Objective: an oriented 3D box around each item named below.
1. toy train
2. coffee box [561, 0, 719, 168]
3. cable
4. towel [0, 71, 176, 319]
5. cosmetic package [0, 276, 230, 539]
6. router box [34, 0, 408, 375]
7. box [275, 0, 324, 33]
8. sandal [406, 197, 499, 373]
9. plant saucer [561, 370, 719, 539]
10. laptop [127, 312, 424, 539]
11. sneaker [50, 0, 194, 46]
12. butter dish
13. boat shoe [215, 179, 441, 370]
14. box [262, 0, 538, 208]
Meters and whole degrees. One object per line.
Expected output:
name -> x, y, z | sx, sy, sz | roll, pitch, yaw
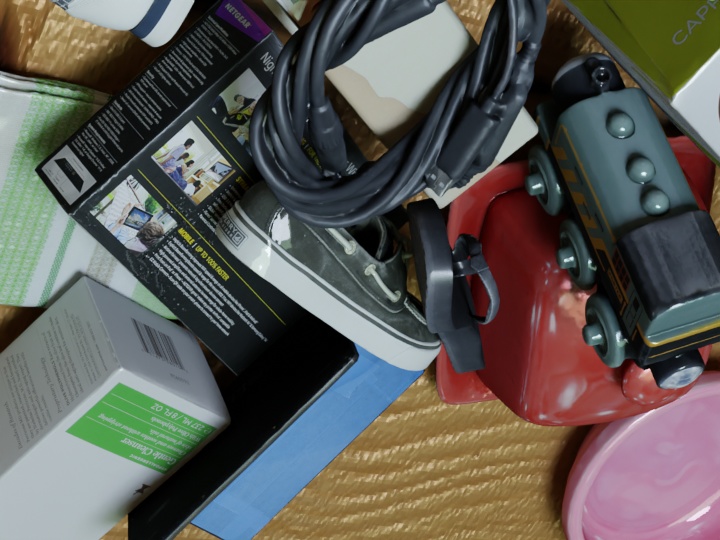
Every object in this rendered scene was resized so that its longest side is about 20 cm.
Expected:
toy train -> 0.160, -0.032, 0.998 | 0.085, 0.201, 0.114 | -14, 157, -10
coffee box -> 0.249, -0.161, 0.974 | 0.200, 0.200, 0.198 | -44, 129, 10
cable -> 0.025, -0.110, 0.872 | 0.162, 0.051, 0.201 | -4, 136, -36
towel -> -0.175, -0.043, 0.990 | 0.199, 0.031, 0.150 | 8, 122, -32
cosmetic package -> -0.192, 0.110, 1.038 | 0.200, 0.085, 0.107 | -43, 139, 15
router box -> -0.073, -0.043, 0.982 | 0.149, 0.051, 0.200 | -42, 141, -2
box -> -0.051, -0.226, 0.812 | 0.110, 0.035, 0.200 | -38, 108, 11
sandal -> 0.061, 0.007, 1.004 | 0.043, 0.077, 0.200 | -12, 164, 7
plant saucer -> 0.241, 0.153, 1.301 | 0.199, 0.051, 0.202 | -13, 128, -17
laptop -> -0.045, 0.122, 1.083 | 0.187, 0.200, 0.116 | -45, 106, 6
sneaker -> -0.099, -0.213, 0.869 | 0.080, 0.077, 0.201 | 20, 112, -22
butter dish -> 0.164, 0.031, 1.113 | 0.198, 0.148, 0.201 | -10, 127, -18
boat shoe -> 0.000, 0.000, 0.986 | 0.064, 0.071, 0.200 | -47, 141, 8
box -> 0.010, -0.138, 0.955 | 0.078, 0.095, 0.200 | -38, 129, 6
